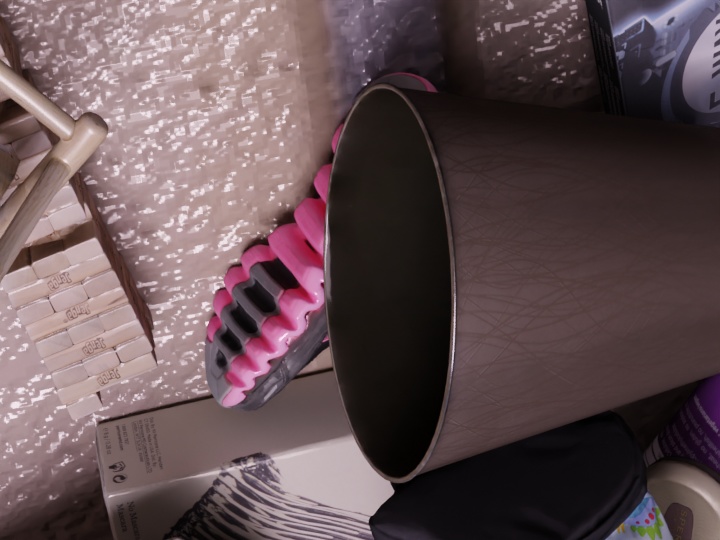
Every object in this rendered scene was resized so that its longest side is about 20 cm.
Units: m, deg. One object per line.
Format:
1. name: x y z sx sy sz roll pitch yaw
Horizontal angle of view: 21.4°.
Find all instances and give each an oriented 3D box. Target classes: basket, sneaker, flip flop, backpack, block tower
1. basket: 0.099 -0.001 0.892 0.198 0.136 0.182 -5 107 -24
2. sneaker: 0.000 0.000 0.972 0.095 0.079 0.200 27 110 -36
3. flip flop: 0.156 0.191 1.002 0.080 0.058 0.201 18 122 19
4. backpack: 0.085 0.187 0.926 0.163 0.153 0.201 -27 137 -43
5. block tower: -0.158 -0.027 0.924 0.057 0.054 0.201 -21 121 -1

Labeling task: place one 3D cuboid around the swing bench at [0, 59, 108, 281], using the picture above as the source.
1. swing bench: -0.255 -0.037 0.822 0.199 0.130 0.200 40 133 -15

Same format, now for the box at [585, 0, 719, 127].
1. box: 0.192 -0.150 0.948 0.159 0.044 0.201 -17 120 -5

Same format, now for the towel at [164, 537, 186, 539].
1. towel: -0.128 0.193 0.978 0.199 0.035 0.192 -24 156 19

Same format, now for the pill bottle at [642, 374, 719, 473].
1. pill bottle: 0.216 0.118 1.056 0.112 0.113 0.201 29 108 -25

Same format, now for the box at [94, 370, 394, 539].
1. box: -0.037 0.109 1.016 0.198 0.069 0.083 -13 120 -6
